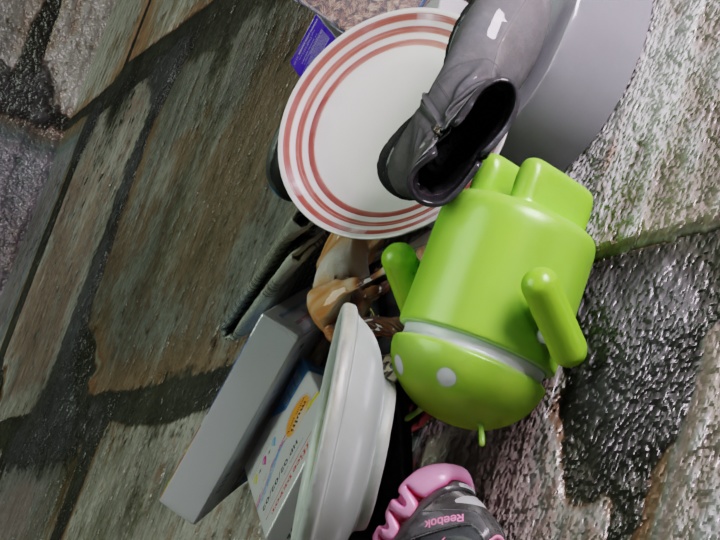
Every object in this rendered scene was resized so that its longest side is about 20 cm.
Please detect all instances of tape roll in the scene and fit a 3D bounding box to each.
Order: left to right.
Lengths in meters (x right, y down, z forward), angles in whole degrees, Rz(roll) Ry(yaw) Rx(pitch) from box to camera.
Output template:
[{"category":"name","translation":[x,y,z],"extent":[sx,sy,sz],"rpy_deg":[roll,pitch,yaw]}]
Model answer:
[{"category":"tape roll","translation":[0.146,-0.172,1.424],"extent":[0.200,0.066,0.201],"rpy_deg":[-52,25,35]}]

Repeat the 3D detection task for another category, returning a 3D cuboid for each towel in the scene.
[{"category":"towel","translation":[-0.025,-0.030,1.593],"extent":[0.192,0.035,0.200],"rpy_deg":[-37,-11,-36]}]

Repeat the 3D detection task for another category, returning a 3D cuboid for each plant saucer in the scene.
[{"category":"plant saucer","translation":[-0.010,0.125,1.254],"extent":[0.200,0.050,0.201],"rpy_deg":[-167,90,-88]}]

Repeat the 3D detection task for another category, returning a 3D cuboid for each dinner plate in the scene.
[{"category":"dinner plate","translation":[0.028,-0.113,1.397],"extent":[0.199,0.024,0.201],"rpy_deg":[-11,61,21]}]

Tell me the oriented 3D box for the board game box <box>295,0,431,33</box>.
[{"category":"board game box","translation":[0.007,-0.295,1.677],"extent":[0.097,0.159,0.200],"rpy_deg":[-57,-3,23]}]

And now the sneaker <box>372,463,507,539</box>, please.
[{"category":"sneaker","translation":[0.032,0.235,1.242],"extent":[0.095,0.079,0.200],"rpy_deg":[41,104,42]}]

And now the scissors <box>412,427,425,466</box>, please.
[{"category":"scissors","translation":[0.036,0.162,1.401],"extent":[0.201,0.014,0.073],"rpy_deg":[-64,12,-2]}]

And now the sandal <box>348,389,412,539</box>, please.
[{"category":"sandal","translation":[0.020,0.186,1.337],"extent":[0.075,0.048,0.202],"rpy_deg":[-5,77,29]}]

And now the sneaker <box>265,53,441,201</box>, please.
[{"category":"sneaker","translation":[0.007,-0.122,1.457],"extent":[0.200,0.073,0.082],"rpy_deg":[-40,36,9]}]

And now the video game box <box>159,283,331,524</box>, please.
[{"category":"video game box","translation":[-0.089,0.113,1.612],"extent":[0.201,0.047,0.182],"rpy_deg":[-60,-11,15]}]

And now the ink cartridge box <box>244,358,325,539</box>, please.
[{"category":"ink cartridge box","translation":[-0.032,0.162,1.472],"extent":[0.116,0.068,0.200],"rpy_deg":[-63,16,8]}]

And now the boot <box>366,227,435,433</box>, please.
[{"category":"boot","translation":[0.029,0.057,1.443],"extent":[0.200,0.073,0.151],"rpy_deg":[-27,37,50]}]

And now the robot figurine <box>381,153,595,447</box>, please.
[{"category":"robot figurine","translation":[0.093,0.022,1.261],"extent":[0.175,0.115,0.201],"rpy_deg":[12,77,49]}]

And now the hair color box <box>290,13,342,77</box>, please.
[{"category":"hair color box","translation":[0.007,-0.176,1.715],"extent":[0.065,0.109,0.200],"rpy_deg":[-61,20,12]}]

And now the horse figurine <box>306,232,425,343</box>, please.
[{"category":"horse figurine","translation":[0.000,0.000,1.415],"extent":[0.132,0.050,0.200],"rpy_deg":[-41,26,28]}]

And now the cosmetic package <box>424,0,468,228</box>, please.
[{"category":"cosmetic package","translation":[0.075,-0.134,1.539],"extent":[0.051,0.082,0.201],"rpy_deg":[-38,33,56]}]

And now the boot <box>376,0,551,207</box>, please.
[{"category":"boot","translation":[0.091,-0.129,1.278],"extent":[0.201,0.070,0.132],"rpy_deg":[-61,12,-3]}]
